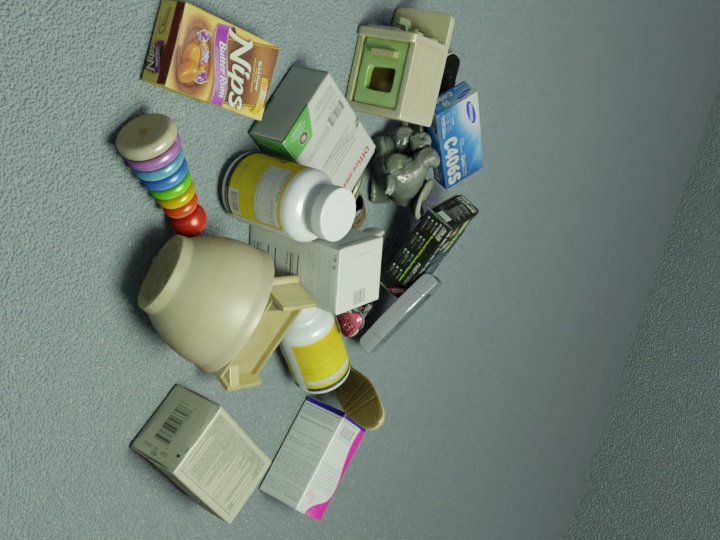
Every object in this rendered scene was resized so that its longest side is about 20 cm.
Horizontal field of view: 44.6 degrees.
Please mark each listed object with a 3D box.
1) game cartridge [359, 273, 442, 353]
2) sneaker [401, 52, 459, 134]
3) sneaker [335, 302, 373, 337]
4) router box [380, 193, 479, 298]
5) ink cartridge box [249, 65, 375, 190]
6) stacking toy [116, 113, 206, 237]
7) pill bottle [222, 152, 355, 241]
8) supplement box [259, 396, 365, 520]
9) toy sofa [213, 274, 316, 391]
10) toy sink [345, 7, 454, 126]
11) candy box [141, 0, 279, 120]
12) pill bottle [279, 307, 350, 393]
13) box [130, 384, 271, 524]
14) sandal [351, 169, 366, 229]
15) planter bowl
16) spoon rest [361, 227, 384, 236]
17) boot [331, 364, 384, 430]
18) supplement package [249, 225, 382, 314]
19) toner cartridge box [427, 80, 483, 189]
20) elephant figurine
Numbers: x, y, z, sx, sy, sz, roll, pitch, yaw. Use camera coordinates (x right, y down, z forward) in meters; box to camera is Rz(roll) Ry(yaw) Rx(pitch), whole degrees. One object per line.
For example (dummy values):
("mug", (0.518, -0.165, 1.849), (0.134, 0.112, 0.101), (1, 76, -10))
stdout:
("game cartridge", (0.080, 0.084, 1.758), (0.200, 0.042, 0.133), (-46, 166, 5))
("sneaker", (0.175, -0.336, 1.725), (0.201, 0.112, 0.073), (-60, 145, -16))
("sneaker", (-0.013, 0.060, 1.584), (0.074, 0.200, 0.081), (-17, 103, 0))
("router box", (0.136, -0.049, 1.753), (0.200, 0.062, 0.150), (-55, 168, 31))
("ink cartridge box", (-0.075, -0.215, 1.462), (0.146, 0.084, 0.200), (-59, 144, -17))
("stacking toy", (-0.270, -0.121, 1.248), (0.085, 0.085, 0.200), (-50, 144, -28))
("pill bottle", (-0.109, -0.109, 1.350), (0.112, 0.199, 0.113), (-28, 128, -44))
("supplement box", (-0.090, 0.362, 1.694), (0.201, 0.103, 0.101), (-63, 145, -14))
("toy sofa", (-0.168, 0.090, 1.406), (0.083, 0.098, 0.200), (-4, 136, -54))
("toy sink", (0.066, -0.368, 1.547), (0.112, 0.130, 0.201), (1, 105, -54))
("candy box", (-0.210, -0.298, 1.265), (0.200, 0.056, 0.117), (9, 97, -56))
("pill bottle", (-0.091, 0.118, 1.569), (0.112, 0.112, 0.201), (-46, 139, -31))
("box", (-0.255, 0.300, 1.431), (0.128, 0.109, 0.200), (-55, 142, -23))
("sandal", (-0.023, -0.098, 1.589), (0.057, 0.080, 0.202), (-4, 120, -29))
("planter bowl", (-0.238, 0.031, 1.282), (0.134, 0.200, 0.201), (30, 79, -28))
("spoon rest", (0.000, 0.000, 1.702), (0.099, 0.061, 0.201), (-29, 141, -43))
("boot", (0.002, 0.251, 1.693), (0.072, 0.200, 0.155), (-40, 141, -5))
("supplement package", (-0.077, -0.017, 1.450), (0.114, 0.199, 0.110), (-18, 119, -48))
("toner cartridge box", (0.179, -0.253, 1.669), (0.095, 0.043, 0.200), (-33, 144, -13))
("elephant figurine", (0.089, -0.164, 1.688), (0.155, 0.142, 0.200), (-24, 146, -12))
